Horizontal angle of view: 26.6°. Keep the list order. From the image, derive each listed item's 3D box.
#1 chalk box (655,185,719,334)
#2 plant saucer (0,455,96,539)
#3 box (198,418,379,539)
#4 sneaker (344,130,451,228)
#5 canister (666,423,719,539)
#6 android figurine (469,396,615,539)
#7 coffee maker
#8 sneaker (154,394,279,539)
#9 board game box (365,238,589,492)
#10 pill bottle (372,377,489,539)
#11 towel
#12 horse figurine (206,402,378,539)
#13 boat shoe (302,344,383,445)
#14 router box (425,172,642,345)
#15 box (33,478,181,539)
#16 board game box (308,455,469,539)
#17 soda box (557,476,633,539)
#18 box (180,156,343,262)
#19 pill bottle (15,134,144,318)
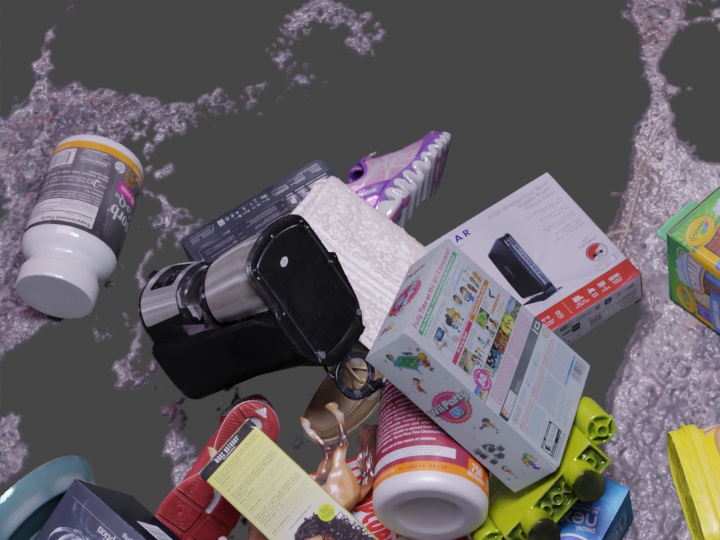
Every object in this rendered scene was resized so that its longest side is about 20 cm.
[{"bbox_3d":[0.401,-0.012,1.595,0.124,0.124,0.200,-40,57,-16],"label":"chalk box"},{"bbox_3d":[-0.330,0.275,1.523,0.027,0.200,0.200,33,68,21],"label":"plant saucer"},{"bbox_3d":[-0.059,0.236,1.465,0.200,0.050,0.075,41,84,5],"label":"box"},{"bbox_3d":[0.036,-0.108,1.746,0.088,0.081,0.200,23,42,17],"label":"sneaker"},{"bbox_3d":[0.411,0.203,1.467,0.199,0.087,0.149,-13,54,2],"label":"canister"},{"bbox_3d":[0.175,0.201,1.484,0.182,0.041,0.200,-48,13,4],"label":"android figurine"},{"bbox_3d":[-0.108,0.063,1.537,0.200,0.134,0.193,-21,87,44],"label":"coffee maker"},{"bbox_3d":[-0.147,0.218,1.607,0.078,0.116,0.200,38,95,-3],"label":"sneaker"},{"bbox_3d":[0.116,0.089,1.458,0.064,0.200,0.148,-37,17,40],"label":"board game box"},{"bbox_3d":[0.073,0.154,1.506,0.112,0.113,0.201,-3,51,11],"label":"pill bottle"},{"bbox_3d":[0.000,0.000,1.625,0.200,0.035,0.133,37,74,9],"label":"towel"},{"bbox_3d":[-0.061,0.215,1.520,0.199,0.050,0.133,-19,79,-11],"label":"horse figurine"},{"bbox_3d":[0.004,0.099,1.645,0.074,0.069,0.200,29,66,29],"label":"boat shoe"},{"bbox_3d":[0.177,0.010,1.679,0.199,0.049,0.180,-32,55,-9],"label":"router box"},{"bbox_3d":[-0.239,0.338,1.481,0.200,0.104,0.183,33,89,30],"label":"box"},{"bbox_3d":[0.002,0.267,1.542,0.199,0.046,0.152,-21,54,-2],"label":"board game box"},{"bbox_3d":[0.189,0.292,1.467,0.064,0.068,0.200,22,63,26],"label":"soda box"},{"bbox_3d":[-0.084,-0.021,1.761,0.199,0.051,0.158,-32,56,-10],"label":"box"},{"bbox_3d":[-0.334,-0.052,1.804,0.116,0.117,0.201,2,57,15],"label":"pill bottle"}]
